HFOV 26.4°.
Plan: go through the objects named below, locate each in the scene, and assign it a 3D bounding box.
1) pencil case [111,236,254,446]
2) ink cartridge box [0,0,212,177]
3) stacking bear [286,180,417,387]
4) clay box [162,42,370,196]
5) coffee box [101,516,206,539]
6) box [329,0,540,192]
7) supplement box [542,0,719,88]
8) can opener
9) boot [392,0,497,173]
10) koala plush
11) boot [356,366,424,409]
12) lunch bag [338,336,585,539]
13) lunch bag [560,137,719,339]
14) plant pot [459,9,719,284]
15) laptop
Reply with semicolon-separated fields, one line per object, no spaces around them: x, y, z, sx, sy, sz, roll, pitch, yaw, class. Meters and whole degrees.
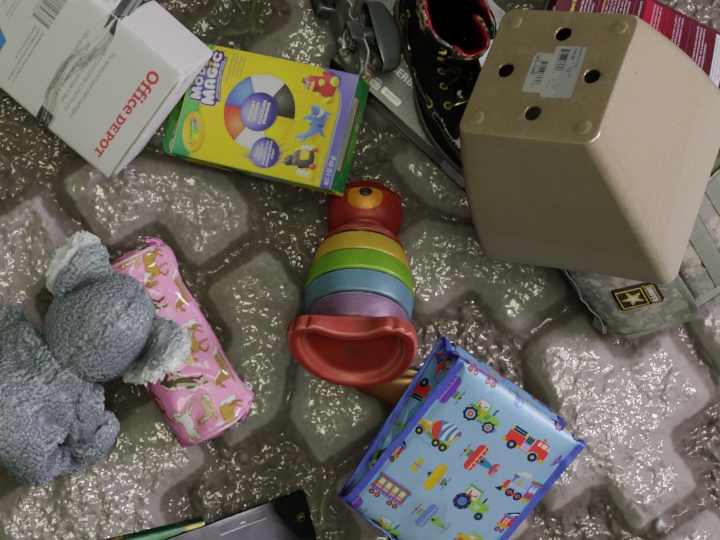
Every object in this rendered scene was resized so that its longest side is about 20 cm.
-0.181;0.069;1.485;0.086;0.083;0.201;-30;88;-33;pencil case
-0.264;-0.211;1.467;0.200;0.084;0.145;41;121;-2;ink cartridge box
0.000;0.000;1.483;0.121;0.114;0.201;1;57;5;stacking bear
-0.100;-0.151;1.495;0.199;0.048;0.116;13;88;16;clay box
-0.233;0.318;1.474;0.199;0.044;0.124;-11;86;-8;coffee box
0.093;-0.201;1.559;0.200;0.048;0.159;43;82;-2;box
0.279;-0.227;1.554;0.199;0.061;0.109;27;44;-4;supplement box
-0.015;-0.277;1.527;0.067;0.053;0.201;-7;64;-25;can opener
0.092;-0.193;1.456;0.073;0.151;0.201;-18;86;-8;boot
-0.263;0.080;1.400;0.200;0.184;0.178;-40;92;9;koala plush
0.068;0.181;1.517;0.199;0.077;0.156;17;87;-12;boot
0.087;0.192;1.446;0.150;0.094;0.200;35;94;-12;lunch bag
0.291;-0.033;1.504;0.200;0.164;0.118;-42;46;0;lunch bag
0.197;-0.129;1.393;0.199;0.177;0.201;9;65;33;plant pot
-0.081;0.328;1.434;0.176;0.103;0.201;-15;92;-32;laptop
